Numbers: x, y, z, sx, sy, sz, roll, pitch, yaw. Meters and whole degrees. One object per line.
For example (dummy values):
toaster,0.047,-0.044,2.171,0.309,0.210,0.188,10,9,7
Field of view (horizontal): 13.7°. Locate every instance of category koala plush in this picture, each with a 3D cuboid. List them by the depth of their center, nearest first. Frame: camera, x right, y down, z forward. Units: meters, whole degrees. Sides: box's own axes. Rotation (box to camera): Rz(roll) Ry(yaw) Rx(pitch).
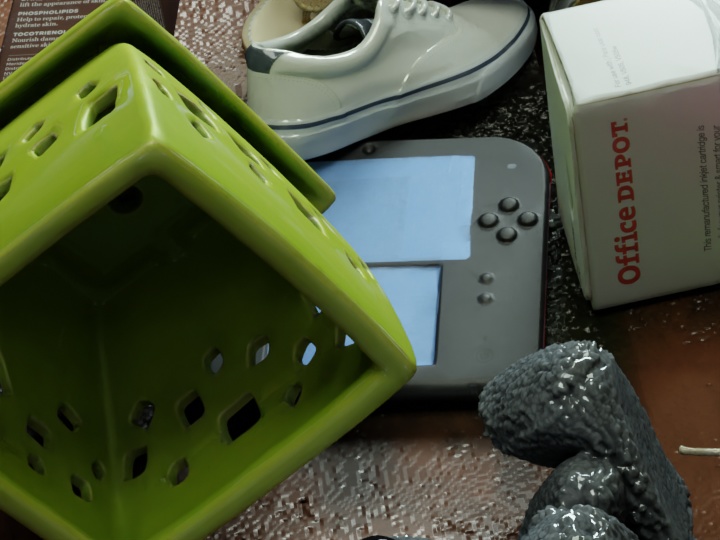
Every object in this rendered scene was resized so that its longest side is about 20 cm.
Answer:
koala plush,0.053,0.167,1.341,0.200,0.184,0.178,-21,32,18

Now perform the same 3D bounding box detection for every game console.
game console,0.000,0.000,1.585,0.199,0.031,0.177,-2,44,9

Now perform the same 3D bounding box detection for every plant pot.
plant pot,-0.116,-0.001,1.455,0.199,0.200,0.182,-37,34,16

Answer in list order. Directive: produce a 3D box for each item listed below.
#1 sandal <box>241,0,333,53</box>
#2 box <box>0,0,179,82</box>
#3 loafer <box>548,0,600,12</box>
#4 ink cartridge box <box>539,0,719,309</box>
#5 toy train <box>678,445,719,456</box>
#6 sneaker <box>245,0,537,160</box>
sandal,0.021,-0.194,1.748,0.211,0.070,0.078,-22,45,-13
box,-0.152,-0.126,1.689,0.075,0.100,0.200,-1,45,9
loafer,0.186,-0.172,1.639,0.200,0.073,0.072,-38,4,21
ink cartridge box,0.198,-0.075,1.543,0.199,0.147,0.083,-12,43,-4
toy train,0.241,0.139,1.375,0.199,0.085,0.116,2,59,12
sneaker,0.021,-0.124,1.656,0.200,0.071,0.073,-27,34,-35
